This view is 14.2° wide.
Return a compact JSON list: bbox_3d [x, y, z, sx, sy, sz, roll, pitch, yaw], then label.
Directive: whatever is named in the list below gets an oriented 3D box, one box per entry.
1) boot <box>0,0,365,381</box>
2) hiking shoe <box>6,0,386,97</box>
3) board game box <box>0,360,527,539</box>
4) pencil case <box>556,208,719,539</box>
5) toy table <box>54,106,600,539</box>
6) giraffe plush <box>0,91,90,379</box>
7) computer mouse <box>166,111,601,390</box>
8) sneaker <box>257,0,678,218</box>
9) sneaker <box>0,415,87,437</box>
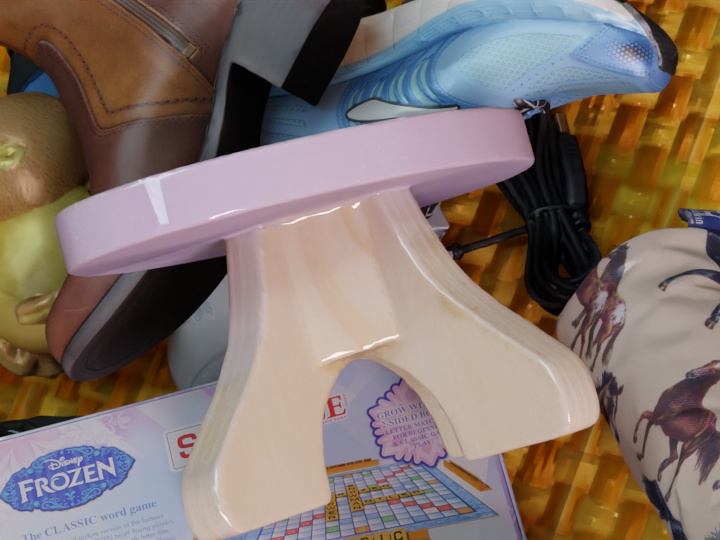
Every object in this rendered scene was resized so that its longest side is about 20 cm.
[{"bbox_3d":[-0.125,-0.079,1.107,0.199,0.068,0.189,29,94,20],"label":"boot"},{"bbox_3d":[-0.071,-0.081,1.231,0.199,0.074,0.087,-9,70,38],"label":"hiking shoe"},{"bbox_3d":[-0.031,0.133,1.066,0.199,0.041,0.200,-14,61,-1],"label":"board game box"},{"bbox_3d":[0.141,0.062,0.995,0.089,0.078,0.200,-19,38,-7],"label":"pencil case"},{"bbox_3d":[-0.008,0.018,0.999,0.184,0.199,0.118,-21,85,54],"label":"toy table"},{"bbox_3d":[-0.163,-0.012,1.182,0.161,0.200,0.173,-6,39,25],"label":"giraffe plush"},{"bbox_3d":[0.000,0.000,1.158,0.199,0.044,0.110,-22,58,20],"label":"computer mouse"},{"bbox_3d":[0.031,-0.056,1.122,0.199,0.078,0.090,-12,75,24],"label":"sneaker"},{"bbox_3d":[-0.107,0.093,1.156,0.199,0.079,0.076,-20,57,19],"label":"sneaker"}]
